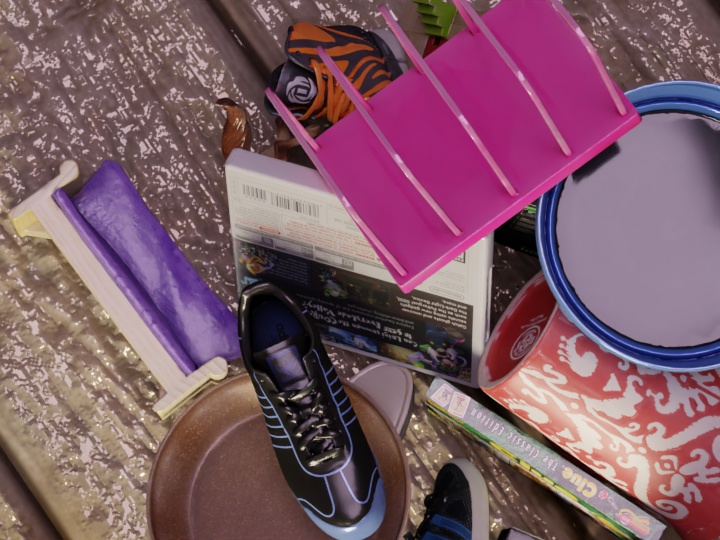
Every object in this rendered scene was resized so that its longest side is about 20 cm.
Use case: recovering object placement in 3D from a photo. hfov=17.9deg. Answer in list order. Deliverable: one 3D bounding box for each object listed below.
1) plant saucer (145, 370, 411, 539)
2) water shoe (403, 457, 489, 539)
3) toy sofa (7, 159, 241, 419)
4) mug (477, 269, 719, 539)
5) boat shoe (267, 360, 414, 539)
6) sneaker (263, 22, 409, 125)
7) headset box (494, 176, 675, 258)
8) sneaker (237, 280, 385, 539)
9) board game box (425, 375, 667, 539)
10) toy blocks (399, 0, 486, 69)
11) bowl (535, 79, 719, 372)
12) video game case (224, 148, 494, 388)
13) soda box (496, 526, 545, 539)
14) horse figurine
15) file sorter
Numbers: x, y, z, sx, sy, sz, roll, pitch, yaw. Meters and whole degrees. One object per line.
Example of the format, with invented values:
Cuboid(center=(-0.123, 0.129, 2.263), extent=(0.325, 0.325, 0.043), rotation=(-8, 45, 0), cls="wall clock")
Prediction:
Cuboid(center=(-0.058, 0.170, 1.689), extent=(0.200, 0.037, 0.201), rotation=(-4, 69, 10), cls="plant saucer")
Cuboid(center=(0.050, 0.216, 1.676), extent=(0.079, 0.072, 0.200), rotation=(10, 47, -9), cls="water shoe")
Cuboid(center=(-0.171, 0.008, 1.727), extent=(0.098, 0.083, 0.200), rotation=(-37, 86, -7), cls="toy sofa")
Cuboid(center=(0.183, 0.105, 1.663), extent=(0.200, 0.133, 0.178), rotation=(33, 124, -15), cls="mug")
Cuboid(center=(-0.017, 0.162, 1.734), extent=(0.067, 0.057, 0.200), rotation=(24, 76, 18), cls="boat shoe")
Cuboid(center=(-0.008, -0.110, 1.660), extent=(0.112, 0.078, 0.200), rotation=(5, 36, -30), cls="sneaker")
Cuboid(center=(0.201, -0.052, 1.698), extent=(0.174, 0.200, 0.093), rotation=(19, 81, -1), cls="headset box")
Cuboid(center=(-0.042, 0.099, 1.650), extent=(0.070, 0.078, 0.200), rotation=(-26, 67, 1), cls="sneaker")
Cuboid(center=(0.136, 0.147, 1.703), extent=(0.200, 0.105, 0.023), rotation=(33, 81, 9), cls="board game box")
Cuboid(center=(0.071, -0.126, 1.715), extent=(0.100, 0.200, 0.137), rotation=(18, 91, -31), cls="toy blocks")
Cuboid(center=(0.219, -0.030, 1.575), extent=(0.200, 0.039, 0.201), rotation=(0, 86, -3), cls="bowl")
Cuboid(center=(0.000, 0.000, 1.673), extent=(0.200, 0.182, 0.023), rotation=(16, 53, 14), cls="video game case")
Cuboid(center=(0.102, 0.296, 1.711), extent=(0.071, 0.063, 0.200), rotation=(22, 81, 0), cls="soda box")
Cuboid(center=(-0.036, -0.055, 1.741), extent=(0.200, 0.133, 0.050), rotation=(40, 39, 3), cls="horse figurine")
Cuboid(center=(0.057, -0.114, 1.527), extent=(0.200, 0.125, 0.139), rotation=(-36, 60, 3), cls="file sorter")
